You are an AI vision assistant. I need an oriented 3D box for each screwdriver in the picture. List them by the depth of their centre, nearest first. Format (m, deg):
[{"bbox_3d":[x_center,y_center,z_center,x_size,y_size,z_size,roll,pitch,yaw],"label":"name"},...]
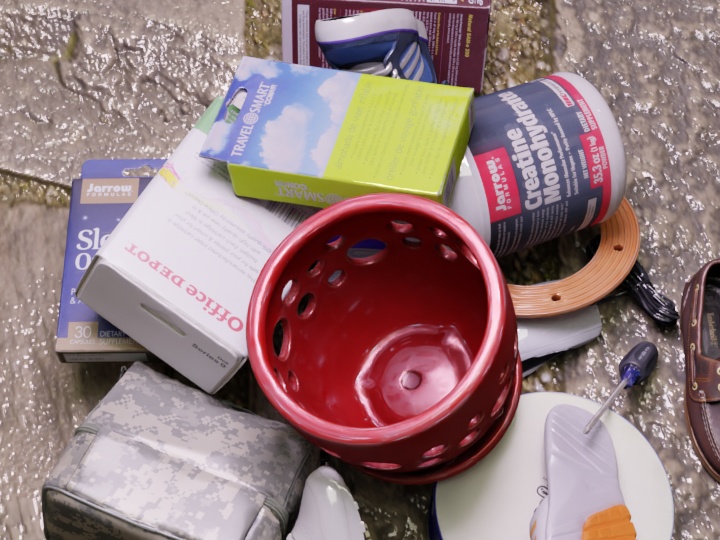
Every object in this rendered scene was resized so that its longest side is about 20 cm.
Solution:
[{"bbox_3d":[0.221,0.104,1.233,0.029,0.028,0.200,52,30,-3],"label":"screwdriver"}]

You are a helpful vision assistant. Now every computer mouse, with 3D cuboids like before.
[{"bbox_3d":[0.180,0.041,1.319,0.200,0.044,0.110,-25,66,-13],"label":"computer mouse"}]

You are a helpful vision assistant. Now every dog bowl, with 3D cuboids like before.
[{"bbox_3d":[0.156,0.205,1.212,0.199,0.079,0.201,0,62,0],"label":"dog bowl"}]

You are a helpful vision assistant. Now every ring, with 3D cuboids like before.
[{"bbox_3d":[0.156,-0.028,1.343,0.200,0.019,0.201,-5,46,5],"label":"ring"}]

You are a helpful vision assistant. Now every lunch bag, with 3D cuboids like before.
[{"bbox_3d":[-0.137,0.173,1.193,0.199,0.140,0.168,21,55,7],"label":"lunch bag"}]

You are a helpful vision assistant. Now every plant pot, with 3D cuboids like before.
[{"bbox_3d":[0.031,0.067,1.143,0.200,0.183,0.201,-7,63,14],"label":"plant pot"}]

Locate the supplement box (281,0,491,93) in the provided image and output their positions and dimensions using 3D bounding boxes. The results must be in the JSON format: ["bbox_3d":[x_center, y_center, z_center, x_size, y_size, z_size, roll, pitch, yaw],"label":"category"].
[{"bbox_3d":[0.024,-0.237,1.425,0.199,0.109,0.061,4,48,1],"label":"supplement box"}]

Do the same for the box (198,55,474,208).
[{"bbox_3d":[-0.017,-0.107,1.189,0.199,0.048,0.122,10,54,13],"label":"box"}]

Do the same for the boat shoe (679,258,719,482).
[{"bbox_3d":[0.319,0.087,1.281,0.070,0.070,0.201,-4,63,-6],"label":"boat shoe"}]

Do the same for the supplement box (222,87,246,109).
[{"bbox_3d":[-0.107,-0.071,1.359,0.126,0.074,0.200,27,66,14],"label":"supplement box"}]

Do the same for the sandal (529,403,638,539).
[{"bbox_3d":[0.171,0.198,1.144,0.079,0.059,0.207,17,41,-10],"label":"sandal"}]

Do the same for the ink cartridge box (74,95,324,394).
[{"bbox_3d":[-0.120,-0.022,1.215,0.145,0.088,0.200,35,54,-5],"label":"ink cartridge box"}]

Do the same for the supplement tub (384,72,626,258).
[{"bbox_3d":[0.118,-0.084,1.281,0.199,0.140,0.141,-19,63,-16],"label":"supplement tub"}]

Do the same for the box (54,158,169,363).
[{"bbox_3d":[-0.197,-0.017,1.276,0.121,0.032,0.201,-1,63,1],"label":"box"}]

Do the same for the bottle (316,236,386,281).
[{"bbox_3d":[0.000,0.000,1.327,0.083,0.065,0.201,2,62,-5],"label":"bottle"}]

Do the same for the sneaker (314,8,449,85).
[{"bbox_3d":[0.022,-0.151,1.304,0.080,0.200,0.147,-5,93,18],"label":"sneaker"}]

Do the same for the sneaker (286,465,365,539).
[{"bbox_3d":[-0.038,0.248,1.131,0.080,0.201,0.076,-3,17,-11],"label":"sneaker"}]
